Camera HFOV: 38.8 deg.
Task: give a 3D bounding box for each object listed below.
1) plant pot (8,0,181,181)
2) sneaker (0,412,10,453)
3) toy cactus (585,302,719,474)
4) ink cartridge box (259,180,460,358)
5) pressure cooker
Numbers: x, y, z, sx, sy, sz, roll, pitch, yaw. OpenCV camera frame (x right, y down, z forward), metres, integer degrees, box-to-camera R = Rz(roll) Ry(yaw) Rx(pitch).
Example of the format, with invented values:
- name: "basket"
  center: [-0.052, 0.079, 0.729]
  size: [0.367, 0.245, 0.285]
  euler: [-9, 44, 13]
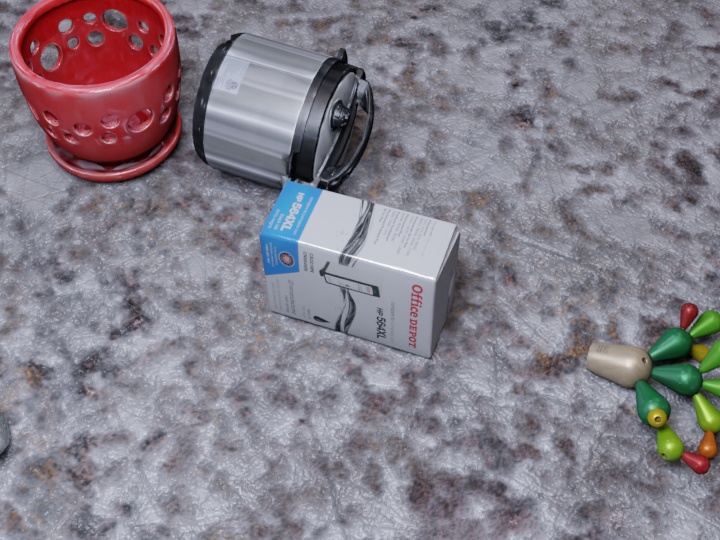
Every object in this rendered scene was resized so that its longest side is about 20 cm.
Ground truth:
- name: "plant pot"
  center: [-0.317, -0.226, 1.281]
  size: [0.198, 0.183, 0.202]
  euler: [-1, 52, 1]
- name: "sneaker"
  center: [-0.448, 0.149, 1.079]
  size: [0.199, 0.075, 0.087]
  euler: [26, 69, 28]
- name: "toy cactus"
  center: [0.321, 0.109, 1.078]
  size: [0.164, 0.103, 0.201]
  euler: [13, 62, 23]
- name: "ink cartridge box"
  center: [0.000, 0.000, 1.124]
  size: [0.198, 0.147, 0.085]
  euler: [16, 53, 13]
- name: "pressure cooker"
  center: [-0.085, -0.182, 1.242]
  size: [0.198, 0.177, 0.179]
  euler: [17, 26, 11]
